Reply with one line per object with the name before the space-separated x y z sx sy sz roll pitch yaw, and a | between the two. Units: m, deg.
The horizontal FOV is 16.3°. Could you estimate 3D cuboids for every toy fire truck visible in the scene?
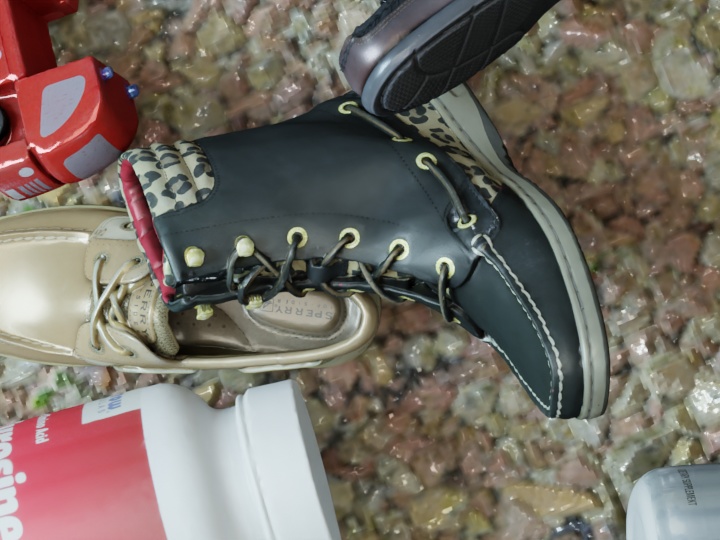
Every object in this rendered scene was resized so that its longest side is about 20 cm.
toy fire truck | -0.113 -0.142 1.059 0.141 0.049 0.200 -19 74 13

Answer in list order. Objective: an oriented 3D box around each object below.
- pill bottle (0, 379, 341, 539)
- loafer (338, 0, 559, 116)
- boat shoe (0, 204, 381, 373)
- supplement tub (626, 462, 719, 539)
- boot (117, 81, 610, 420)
pill bottle | -0.113 0.113 1.062 0.200 0.112 0.112 -16 93 1
loafer | 0.057 -0.134 1.046 0.200 0.072 0.063 -36 73 -29
boat shoe | -0.090 0.009 1.079 0.200 0.065 0.071 1 93 0
supplement tub | 0.217 0.137 1.053 0.200 0.123 0.123 -4 93 -1
boot | 0.000 0.001 1.013 0.154 0.204 0.074 -15 136 -16
